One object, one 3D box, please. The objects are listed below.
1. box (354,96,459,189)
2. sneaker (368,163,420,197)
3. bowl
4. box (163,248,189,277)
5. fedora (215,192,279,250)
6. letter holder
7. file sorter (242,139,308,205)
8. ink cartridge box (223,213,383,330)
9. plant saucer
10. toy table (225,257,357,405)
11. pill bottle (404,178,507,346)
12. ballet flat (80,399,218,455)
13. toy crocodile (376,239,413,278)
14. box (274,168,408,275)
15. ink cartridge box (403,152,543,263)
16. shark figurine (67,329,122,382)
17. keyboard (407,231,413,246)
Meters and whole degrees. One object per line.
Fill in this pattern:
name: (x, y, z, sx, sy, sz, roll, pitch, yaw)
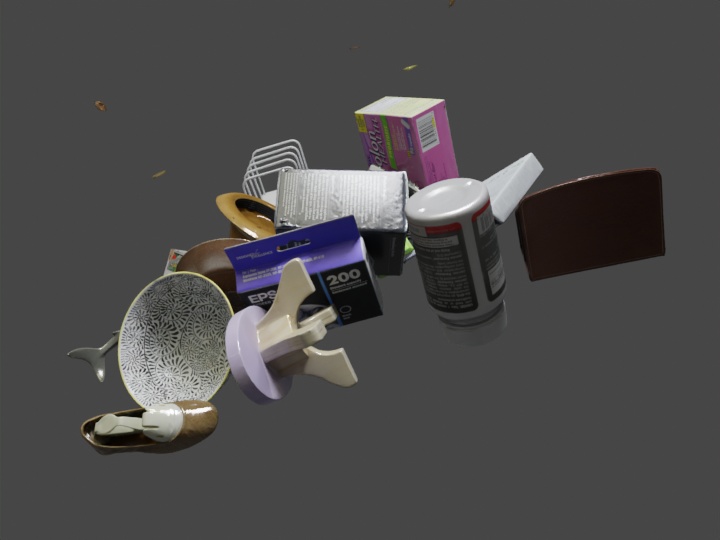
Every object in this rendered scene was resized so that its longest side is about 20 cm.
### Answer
box: (0.098, -0.266, 1.382, 0.096, 0.180, 0.198, -30, 30, -26)
sneaker: (0.062, -0.134, 1.266, 0.088, 0.076, 0.199, -51, 40, -4)
bowl: (-0.250, 0.111, 0.958, 0.195, 0.207, 0.094, -9, -13, 17)
box: (-0.290, 0.025, 1.171, 0.197, 0.034, 0.113, 8, 80, 40)
fedora: (-0.179, -0.061, 1.139, 0.197, 0.083, 0.201, 26, 17, -9)
letter holder: (0.333, -0.088, 0.959, 0.195, 0.145, 0.101, -12, 27, 11)
file sorter: (-0.189, -0.202, 1.495, 0.135, 0.127, 0.201, -15, 28, 6)
ink cartridge box: (-0.076, 0.021, 0.949, 0.193, 0.202, 0.044, -15, 49, 6)
plant saucer: (-0.194, 0.034, 1.011, 0.195, 0.202, 0.037, -12, 47, 10)
toy table: (-0.092, 0.093, 0.868, 0.115, 0.187, 0.201, -26, 15, 8)
pill bottle: (0.134, -0.008, 0.869, 0.111, 0.204, 0.115, -13, 27, 7)
ballet flat: (-0.289, 0.207, 0.861, 0.195, 0.072, 0.070, -9, 63, 17)
toy crocodile: (0.000, 0.000, 1.076, 0.198, 0.062, 0.068, -34, 72, -13)
box: (-0.026, -0.071, 0.993, 0.194, 0.149, 0.107, 2, 64, 0)
ink cartridge box: (0.182, -0.086, 1.055, 0.200, 0.041, 0.199, -46, 9, -29)
shark figurine: (-0.370, 0.095, 1.083, 0.209, 0.091, 0.130, -12, 43, 2)
keyboard: (0.091, -0.086, 1.234, 0.196, 0.021, 0.127, 6, 37, 37)
